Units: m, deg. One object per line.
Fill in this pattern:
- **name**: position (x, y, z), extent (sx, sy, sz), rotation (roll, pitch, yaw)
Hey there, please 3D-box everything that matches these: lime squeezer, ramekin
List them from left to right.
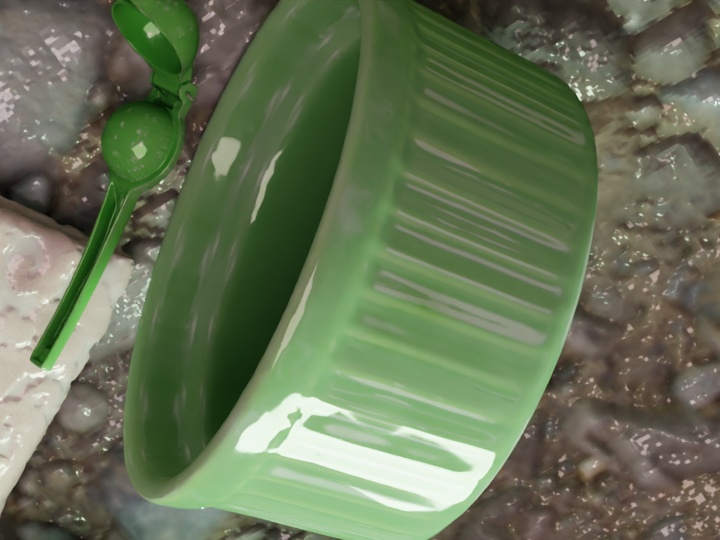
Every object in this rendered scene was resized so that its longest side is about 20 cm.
- **lime squeezer**: position (-0.088, -0.059, 0.899), extent (0.038, 0.071, 0.200), rotation (18, 120, 25)
- **ramekin**: position (0.000, 0.000, 0.861), extent (0.098, 0.200, 0.200), rotation (20, 116, -18)

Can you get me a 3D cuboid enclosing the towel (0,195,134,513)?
- **towel**: position (-0.209, 0.047, 0.926), extent (0.191, 0.032, 0.200), rotation (24, 102, -30)
